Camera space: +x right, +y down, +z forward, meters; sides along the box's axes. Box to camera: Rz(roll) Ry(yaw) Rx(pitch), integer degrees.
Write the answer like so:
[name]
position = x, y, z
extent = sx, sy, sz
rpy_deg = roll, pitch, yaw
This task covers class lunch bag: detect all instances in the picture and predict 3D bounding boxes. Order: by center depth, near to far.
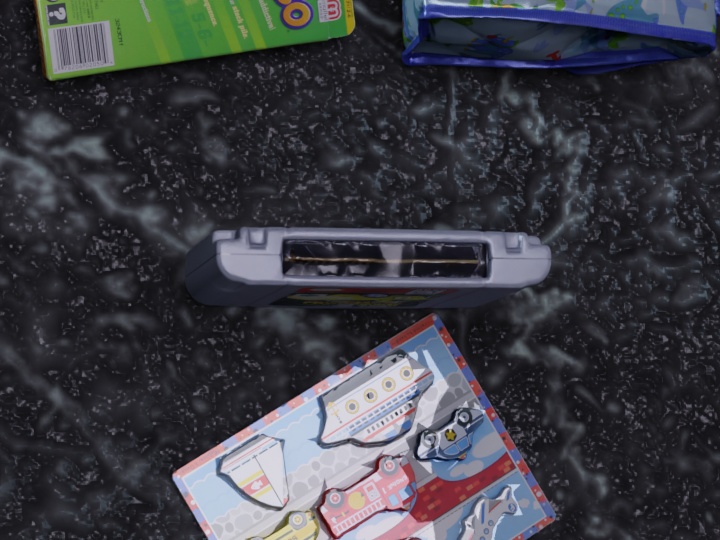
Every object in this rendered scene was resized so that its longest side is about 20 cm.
[lunch bag]
position = 0.126, -0.219, 1.393
extent = 0.198, 0.127, 0.171
rpy_deg = 0, 80, -5

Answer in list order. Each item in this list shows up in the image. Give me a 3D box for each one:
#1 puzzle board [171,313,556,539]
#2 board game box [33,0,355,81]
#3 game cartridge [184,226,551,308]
[puzzle board]
position = 0.005, 0.139, 1.352
extent = 0.199, 0.017, 0.151
rpy_deg = -31, 89, -18
[board game box]
position = -0.103, -0.179, 1.361
extent = 0.199, 0.030, 0.096
rpy_deg = -9, 103, -14
[game cartridge]
position = 0.000, 0.000, 1.314
extent = 0.198, 0.133, 0.041
rpy_deg = 1, 87, -13
